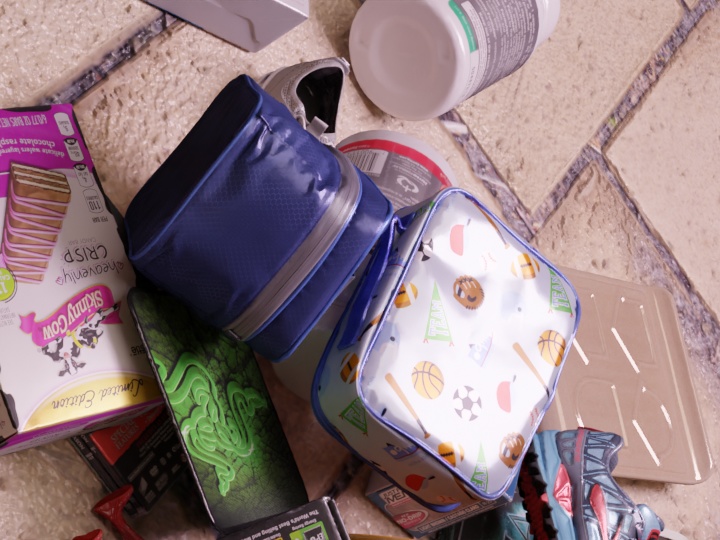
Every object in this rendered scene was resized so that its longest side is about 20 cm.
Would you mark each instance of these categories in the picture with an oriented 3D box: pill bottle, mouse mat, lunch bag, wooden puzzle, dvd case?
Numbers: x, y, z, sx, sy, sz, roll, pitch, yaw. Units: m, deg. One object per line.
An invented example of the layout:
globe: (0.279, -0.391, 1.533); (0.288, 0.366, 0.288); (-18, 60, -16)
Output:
pill bottle: (0.000, 0.000, 1.336); (0.111, 0.110, 0.201); (43, 43, -22)
mouse mat: (-0.087, 0.088, 1.187); (0.162, 0.007, 0.200); (68, 14, 8)
lunch bag: (-0.064, -0.031, 1.189); (0.132, 0.136, 0.200); (39, 6, -15)
wooden puzzle: (0.207, 0.093, 1.569); (0.199, 0.046, 0.187); (9, 62, -40)
pill bottle: (0.085, -0.207, 1.550); (0.200, 0.113, 0.114); (-33, 94, -51)
dvd case: (-0.167, 0.042, 1.197); (0.201, 0.022, 0.146); (55, 39, -11)
lunch bag: (0.057, 0.048, 1.240); (0.160, 0.075, 0.201); (37, 57, -20)

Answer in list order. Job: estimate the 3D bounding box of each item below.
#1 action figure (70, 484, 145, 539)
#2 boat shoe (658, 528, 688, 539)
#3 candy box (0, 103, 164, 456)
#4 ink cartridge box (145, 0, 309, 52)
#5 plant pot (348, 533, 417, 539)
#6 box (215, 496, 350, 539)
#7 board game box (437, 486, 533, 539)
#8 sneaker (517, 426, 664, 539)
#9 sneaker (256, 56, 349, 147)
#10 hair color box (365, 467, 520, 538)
action figure: (-0.081, 0.218, 1.133); (0.200, 0.099, 0.065); (52, 41, -16)
boat shoe: (0.212, 0.227, 1.452); (0.201, 0.071, 0.061); (35, 62, -63)
candy box: (-0.206, 0.003, 1.110); (0.136, 0.061, 0.201); (-12, 78, -51)
ink cartridge box: (-0.105, -0.284, 1.419); (0.115, 0.068, 0.201); (22, 53, -39)
plant pot: (0.052, 0.282, 1.177); (0.199, 0.199, 0.185); (23, 71, -38)
box: (-0.073, 0.257, 1.065); (0.199, 0.048, 0.194); (-20, 79, -9)
board game box: (0.109, 0.239, 1.383); (0.135, 0.028, 0.201); (40, 43, -26)
sneaker: (0.178, 0.202, 1.313); (0.095, 0.079, 0.201); (-9, 67, -7)
sneaker: (-0.060, -0.086, 1.340); (0.075, 0.082, 0.201); (37, 47, -28)
hair color box: (0.079, 0.095, 1.377); (0.060, 0.100, 0.201); (42, 44, -22)
